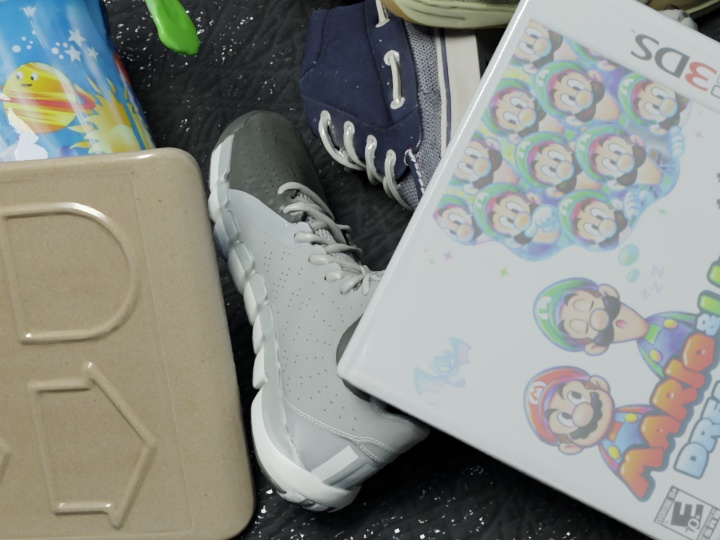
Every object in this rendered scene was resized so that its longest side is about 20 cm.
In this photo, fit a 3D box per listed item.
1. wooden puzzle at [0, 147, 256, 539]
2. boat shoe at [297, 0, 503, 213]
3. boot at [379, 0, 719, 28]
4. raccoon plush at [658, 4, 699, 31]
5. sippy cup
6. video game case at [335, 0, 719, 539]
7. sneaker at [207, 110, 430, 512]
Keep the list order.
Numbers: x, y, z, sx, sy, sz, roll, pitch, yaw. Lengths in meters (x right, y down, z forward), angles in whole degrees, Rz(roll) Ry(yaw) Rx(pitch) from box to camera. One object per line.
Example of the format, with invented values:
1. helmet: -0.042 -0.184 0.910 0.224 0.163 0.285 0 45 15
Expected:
1. wooden puzzle: -0.155 0.037 1.343 0.199 0.186 0.046 -5 17 13
2. boat shoe: 0.023 -0.054 1.380 0.093 0.075 0.200 -15 48 16
3. boot: 0.115 -0.177 1.334 0.199 0.155 0.072 -5 61 -19
4. raccoon plush: 0.130 -0.025 1.314 0.134 0.097 0.200 7 63 31
5. sippy cup: -0.158 -0.060 1.409 0.139 0.178 0.130 -18 62 -31
6. video game case: 0.114 -0.003 1.244 0.182 0.024 0.200 27 92 1
7. sneaker: 0.000 0.000 1.325 0.115 0.075 0.200 -32 59 37
